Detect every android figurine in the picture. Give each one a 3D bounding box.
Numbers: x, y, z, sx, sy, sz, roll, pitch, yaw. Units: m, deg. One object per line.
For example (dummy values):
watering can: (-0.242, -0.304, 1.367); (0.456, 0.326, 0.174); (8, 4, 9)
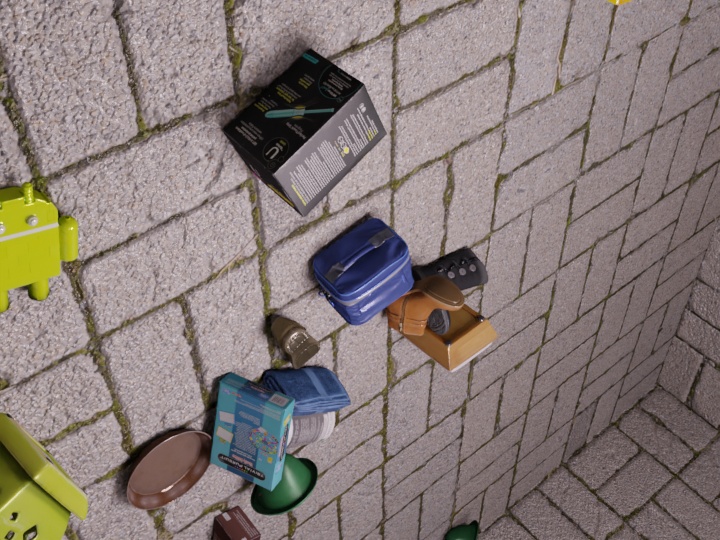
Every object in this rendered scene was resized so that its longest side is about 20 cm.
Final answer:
android figurine: (-0.483, -0.033, 1.172); (0.180, 0.041, 0.202); (-19, 137, -38)

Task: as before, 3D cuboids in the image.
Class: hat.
hat: (-0.197, 0.425, 1.875); (0.177, 0.198, 0.166); (62, 32, -27)
hat: (0.317, 0.961, 3.056); (0.167, 0.174, 0.200); (-62, -177, 20)

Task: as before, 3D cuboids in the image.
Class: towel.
towel: (-0.113, 0.255, 1.805); (0.199, 0.112, 0.049); (3, 134, -50)

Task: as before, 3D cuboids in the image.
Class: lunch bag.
lunch bag: (0.000, 0.000, 1.670); (0.199, 0.136, 0.133); (-37, 144, -16)

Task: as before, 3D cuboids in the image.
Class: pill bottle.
pill bottle: (-0.158, 0.328, 1.822); (0.199, 0.113, 0.114); (-1, 123, -49)

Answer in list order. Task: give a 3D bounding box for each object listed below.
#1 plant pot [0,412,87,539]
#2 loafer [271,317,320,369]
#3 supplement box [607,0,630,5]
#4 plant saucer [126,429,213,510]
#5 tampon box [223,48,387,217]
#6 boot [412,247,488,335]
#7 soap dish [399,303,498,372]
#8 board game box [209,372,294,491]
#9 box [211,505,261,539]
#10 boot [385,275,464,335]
plant pot: (-0.562, 0.355, 1.320); (0.181, 0.198, 0.201); (-44, 146, -19)
loafer: (-0.134, 0.142, 1.719); (0.076, 0.068, 0.201); (-37, 160, -12)
supplement box: (0.559, -0.637, 1.728); (0.198, 0.109, 0.110); (-26, 139, -32)
plant saucer: (-0.387, 0.394, 1.693); (0.199, 0.034, 0.202); (-29, 140, -28)
tampon box: (-0.087, -0.221, 1.347); (0.200, 0.150, 0.127); (-44, 145, -7)
boot: (0.221, 0.046, 1.957); (0.198, 0.167, 0.066); (-17, 167, -40)
soap dish: (0.200, 0.134, 1.976); (0.156, 0.199, 0.082); (-31, 134, -24)
board game box: (-0.220, 0.324, 1.690); (0.047, 0.149, 0.203); (-40, 146, -59)
box: (-0.303, 0.670, 1.996); (0.074, 0.100, 0.202); (-18, 136, -37)
boot: (0.140, 0.086, 1.863); (0.074, 0.198, 0.157); (-38, 140, -41)
